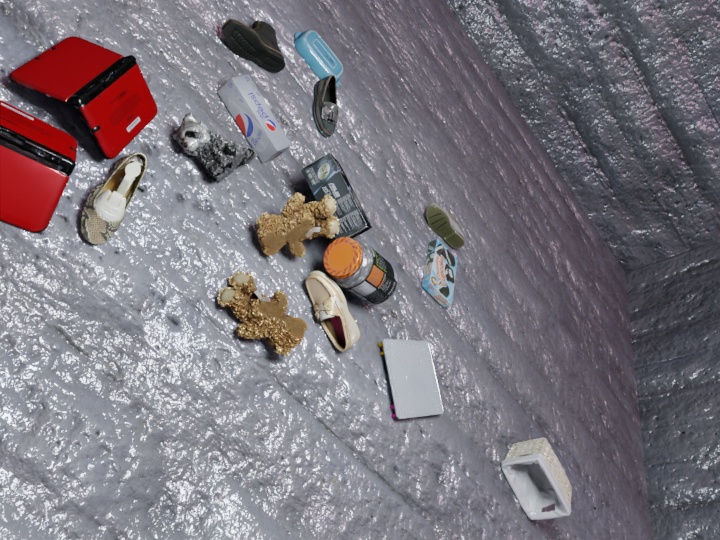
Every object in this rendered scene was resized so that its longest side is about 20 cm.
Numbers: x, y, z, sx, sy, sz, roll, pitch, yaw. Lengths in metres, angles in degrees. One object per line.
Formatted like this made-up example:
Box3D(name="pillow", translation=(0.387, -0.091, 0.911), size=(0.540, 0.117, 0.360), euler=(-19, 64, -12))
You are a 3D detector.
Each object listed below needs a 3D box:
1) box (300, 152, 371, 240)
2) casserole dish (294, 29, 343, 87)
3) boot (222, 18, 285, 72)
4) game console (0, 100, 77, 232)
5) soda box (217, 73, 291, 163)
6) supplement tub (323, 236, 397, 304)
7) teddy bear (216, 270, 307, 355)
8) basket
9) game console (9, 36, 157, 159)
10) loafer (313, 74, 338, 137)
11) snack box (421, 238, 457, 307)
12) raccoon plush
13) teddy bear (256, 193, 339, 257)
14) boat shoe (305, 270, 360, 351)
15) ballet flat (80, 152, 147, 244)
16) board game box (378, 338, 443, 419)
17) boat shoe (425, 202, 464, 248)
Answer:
Box3D(name="box", translation=(-0.056, -0.178, 1.339), size=(0.201, 0.086, 0.164), euler=(63, 7, 0))
Box3D(name="casserole dish", translation=(-0.121, -0.659, 1.637), size=(0.200, 0.039, 0.122), euler=(47, 41, -22))
Box3D(name="boot", translation=(-0.290, -0.628, 1.401), size=(0.199, 0.077, 0.140), euler=(25, 46, -56))
Box3D(name="game console", translation=(-0.576, -0.182, 0.840), size=(0.199, 0.119, 0.173), euler=(27, 19, -38))
Box3D(name="soda box", translation=(-0.256, -0.368, 1.287), size=(0.201, 0.063, 0.068), euler=(58, 37, -8))
Box3D(name="supplement tub", translation=(0.000, 0.000, 1.291), size=(0.200, 0.121, 0.124), euler=(37, 42, -55))
Box3D(name="teddy bear", translation=(-0.206, 0.090, 1.093), size=(0.199, 0.067, 0.146), euler=(31, 38, -26))
Box3D(name="basket", translation=(0.534, 0.619, 1.590), size=(0.201, 0.135, 0.123), euler=(61, 35, -4))
Box3D(name="game console", translation=(-0.501, -0.324, 0.988), size=(0.201, 0.117, 0.173), euler=(-75, 158, -46))
Box3D(name="loafer", translation=(-0.096, -0.485, 1.544), size=(0.071, 0.063, 0.202), euler=(19, 56, -42))
Box3D(name="snack box", translation=(0.255, 0.006, 1.695), size=(0.116, 0.037, 0.201), euler=(42, 43, -26))
Box3D(name="raccoon plush", translation=(-0.324, -0.273, 1.167), size=(0.134, 0.097, 0.200), euler=(44, 10, -4))
Box3D(name="teddy bear", translation=(-0.141, -0.105, 1.206), size=(0.067, 0.199, 0.146), euler=(50, -11, 48))
Box3D(name="boat shoe", translation=(-0.070, 0.097, 1.230), size=(0.201, 0.073, 0.069), euler=(58, 32, -8))
Box3D(name="ballet flat", translation=(-0.431, -0.140, 0.939), size=(0.068, 0.075, 0.202), euler=(37, 45, -31))
Box3D(name="board game box", translation=(0.134, 0.284, 1.400), size=(0.199, 0.026, 0.202), euler=(11, 62, -47))
Box3D(name="boat shoe", translation=(0.286, -0.162, 1.808), size=(0.200, 0.074, 0.069), euler=(48, 33, -31))
